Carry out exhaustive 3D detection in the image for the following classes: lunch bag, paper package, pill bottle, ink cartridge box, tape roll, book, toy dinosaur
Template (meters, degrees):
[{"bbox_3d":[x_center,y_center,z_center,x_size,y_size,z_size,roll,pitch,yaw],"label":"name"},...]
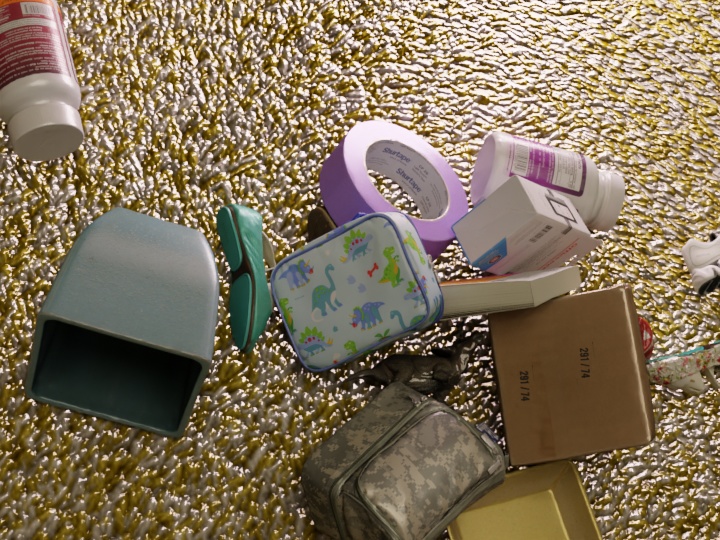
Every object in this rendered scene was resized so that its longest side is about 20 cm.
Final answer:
[{"bbox_3d":[-0.004,0.023,1.606,0.162,0.199,0.082,66,23,6],"label":"lunch bag"},{"bbox_3d":[0.264,0.132,1.627,0.189,0.103,0.202,-11,82,15],"label":"paper package"},{"bbox_3d":[0.262,-0.117,1.807,0.198,0.112,0.113,15,62,-11],"label":"pill bottle"},{"bbox_3d":[0.055,0.247,1.517,0.167,0.140,0.200,27,52,38],"label":"lunch bag"},{"bbox_3d":[0.223,-0.048,1.715,0.199,0.116,0.068,16,42,-54],"label":"ink cartridge box"},{"bbox_3d":[0.045,-0.102,1.718,0.199,0.066,0.201,23,42,-22],"label":"tape roll"},{"bbox_3d":[0.162,0.026,1.640,0.133,0.199,0.049,-16,96,-53],"label":"book"},{"bbox_3d":[0.071,0.137,1.653,0.198,0.078,0.102,-12,27,-10],"label":"toy dinosaur"},{"bbox_3d":[-0.420,-0.249,1.656,0.109,0.110,0.202,-9,68,-21],"label":"pill bottle"}]

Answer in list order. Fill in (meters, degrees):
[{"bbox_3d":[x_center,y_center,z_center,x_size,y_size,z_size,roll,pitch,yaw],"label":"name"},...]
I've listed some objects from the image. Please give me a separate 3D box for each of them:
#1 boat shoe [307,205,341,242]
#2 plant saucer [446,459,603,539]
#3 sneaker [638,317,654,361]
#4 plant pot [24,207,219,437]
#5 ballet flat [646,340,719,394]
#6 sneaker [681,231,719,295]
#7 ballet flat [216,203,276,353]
[{"bbox_3d":[0.000,0.000,1.696,0.067,0.072,0.201,-26,79,-37],"label":"boat shoe"},{"bbox_3d":[0.204,0.353,1.601,0.198,0.049,0.202,-10,69,-22],"label":"plant saucer"},{"bbox_3d":[0.297,0.105,1.741,0.198,0.116,0.079,7,70,22],"label":"sneaker"},{"bbox_3d":[-0.265,0.046,1.524,0.194,0.197,0.201,17,53,-9],"label":"plant pot"},{"bbox_3d":[0.472,0.134,1.777,0.198,0.076,0.064,-13,77,-20],"label":"ballet flat"},{"bbox_3d":[0.556,-0.032,1.886,0.198,0.075,0.081,-15,62,-24],"label":"sneaker"},{"bbox_3d":[-0.134,0.007,1.652,0.070,0.067,0.202,2,66,-32],"label":"ballet flat"}]
